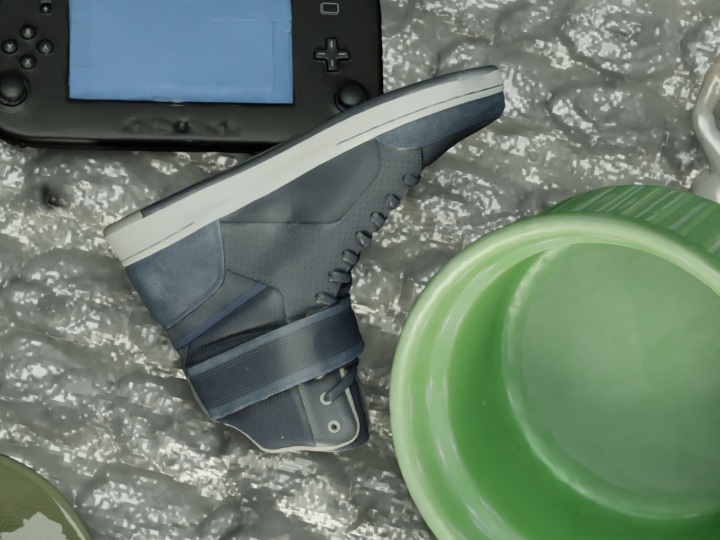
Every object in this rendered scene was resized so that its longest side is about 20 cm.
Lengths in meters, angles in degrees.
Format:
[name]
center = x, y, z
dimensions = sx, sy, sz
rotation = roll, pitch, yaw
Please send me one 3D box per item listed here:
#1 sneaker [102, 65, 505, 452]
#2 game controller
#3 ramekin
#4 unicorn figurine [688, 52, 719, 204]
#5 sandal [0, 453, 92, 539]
[sneaker]
center = 0.000, 0.000, 1.312
dimensions = 0.201, 0.077, 0.147
rotation = -27, 91, 8
[game controller]
center = -0.088, -0.108, 1.361
dimensions = 0.198, 0.042, 0.105
rotation = 1, 79, -8
[ramekin]
center = 0.122, 0.057, 1.283
dimensions = 0.199, 0.098, 0.201
rotation = 8, 111, 22
[unicorn figurine]
center = 0.195, -0.035, 1.340
dimensions = 0.198, 0.074, 0.138
rotation = 2, 81, 7
[sandal]
center = -0.141, 0.165, 1.294
dimensions = 0.080, 0.057, 0.201
rotation = -36, 86, -12
